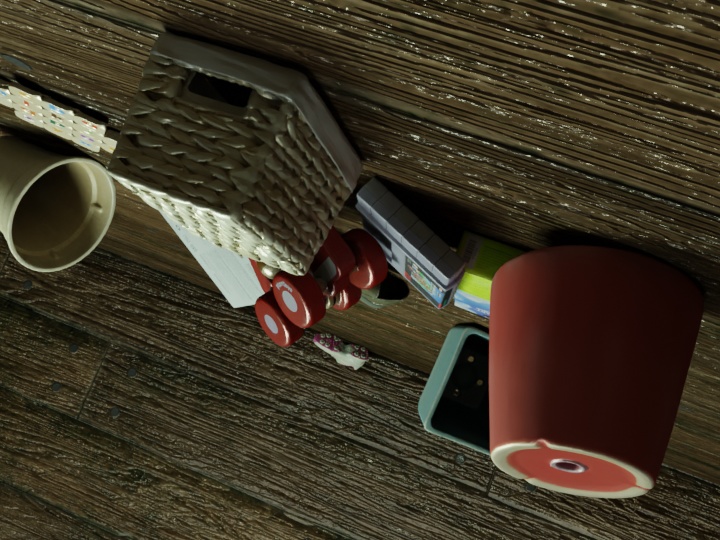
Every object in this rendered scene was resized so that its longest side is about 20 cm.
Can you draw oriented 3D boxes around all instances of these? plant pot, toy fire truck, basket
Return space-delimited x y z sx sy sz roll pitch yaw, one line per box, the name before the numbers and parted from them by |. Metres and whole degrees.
plant pot | 0.203 0.100 0.792 0.200 0.177 0.200 13 154 6
toy fire truck | -0.075 -0.021 0.961 0.168 0.112 0.200 56 152 5
plant pot | -0.540 -0.128 1.422 0.183 0.201 0.200 31 176 27
basket | -0.098 -0.086 0.727 0.136 0.123 0.200 20 172 18
plant pot | 0.218 0.212 1.601 0.196 0.196 0.200 23 -179 -10

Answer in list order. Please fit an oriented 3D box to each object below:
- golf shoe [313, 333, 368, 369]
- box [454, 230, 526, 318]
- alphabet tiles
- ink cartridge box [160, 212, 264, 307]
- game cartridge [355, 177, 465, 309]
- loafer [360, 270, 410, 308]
golf shoe | -0.075 0.285 2.998 0.200 0.075 0.092 24 130 -4
box | 0.166 0.020 0.978 0.122 0.048 0.200 20 170 11
alphabet tiles | -0.389 -0.197 1.121 0.200 0.015 0.196 24 171 -16
ink cartridge box | -0.186 -0.041 1.175 0.196 0.043 0.200 55 154 -12
game cartridge | 0.052 -0.020 0.923 0.130 0.038 0.200 48 175 10
loafer | 0.000 0.000 1.231 0.070 0.075 0.200 -2 162 41
